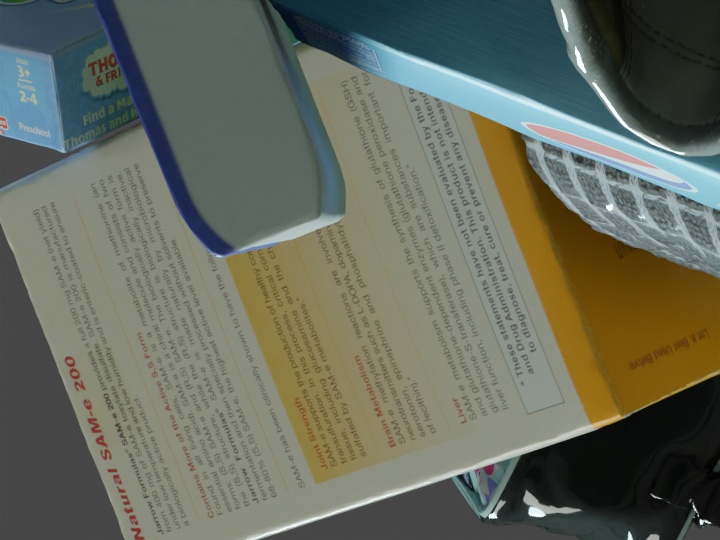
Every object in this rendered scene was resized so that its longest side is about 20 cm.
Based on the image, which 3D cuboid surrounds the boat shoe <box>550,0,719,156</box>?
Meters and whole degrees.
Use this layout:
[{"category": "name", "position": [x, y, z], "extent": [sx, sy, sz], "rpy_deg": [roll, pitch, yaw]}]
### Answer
[{"category": "boat shoe", "position": [0.048, -0.053, 0.395], "extent": [0.074, 0.065, 0.202], "rpy_deg": [22, -179, 6]}]

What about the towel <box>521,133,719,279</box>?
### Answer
[{"category": "towel", "position": [0.157, -0.007, 0.716], "extent": [0.200, 0.086, 0.166], "rpy_deg": [21, -178, -38]}]

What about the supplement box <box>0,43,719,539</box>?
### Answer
[{"category": "supplement box", "position": [0.000, 0.000, 0.858], "extent": [0.200, 0.126, 0.073], "rpy_deg": [-21, 180, 42]}]

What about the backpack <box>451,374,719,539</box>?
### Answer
[{"category": "backpack", "position": [0.078, 0.001, 1.128], "extent": [0.150, 0.178, 0.200], "rpy_deg": [22, -167, -10]}]

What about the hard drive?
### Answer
[{"category": "hard drive", "position": [-0.037, -0.068, 0.566], "extent": [0.025, 0.132, 0.200], "rpy_deg": [-22, -179, 1]}]

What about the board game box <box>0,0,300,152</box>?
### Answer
[{"category": "board game box", "position": [-0.111, -0.094, 0.964], "extent": [0.200, 0.037, 0.151], "rpy_deg": [15, -148, 39]}]

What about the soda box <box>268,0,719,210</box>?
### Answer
[{"category": "soda box", "position": [0.088, -0.038, 0.526], "extent": [0.200, 0.068, 0.064], "rpy_deg": [22, 179, 3]}]
